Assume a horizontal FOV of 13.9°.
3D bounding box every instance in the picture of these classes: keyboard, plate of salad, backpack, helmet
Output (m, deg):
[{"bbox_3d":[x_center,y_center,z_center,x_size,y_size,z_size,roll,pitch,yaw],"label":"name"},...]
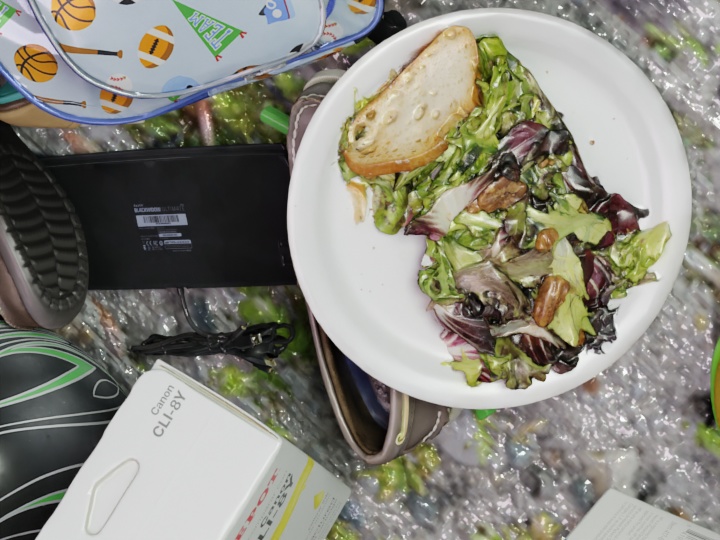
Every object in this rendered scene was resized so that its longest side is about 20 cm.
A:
[{"bbox_3d":[-0.098,-0.006,1.604,0.200,0.021,0.127,-1,106,38],"label":"keyboard"},{"bbox_3d":[0.065,-0.027,1.432,0.200,0.048,0.200,-2,103,-7],"label":"plate of salad"},{"bbox_3d":[-0.099,-0.158,1.404,0.190,0.154,0.200,-20,102,15],"label":"backpack"},{"bbox_3d":[-0.208,0.118,1.628,0.200,0.191,0.200,45,158,24],"label":"helmet"}]

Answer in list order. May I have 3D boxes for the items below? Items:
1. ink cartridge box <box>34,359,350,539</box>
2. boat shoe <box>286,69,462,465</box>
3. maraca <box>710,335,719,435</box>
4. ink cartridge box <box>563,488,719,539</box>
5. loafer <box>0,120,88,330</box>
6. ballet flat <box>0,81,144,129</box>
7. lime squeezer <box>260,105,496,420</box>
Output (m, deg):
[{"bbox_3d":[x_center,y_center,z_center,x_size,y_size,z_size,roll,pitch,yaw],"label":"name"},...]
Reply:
[{"bbox_3d":[-0.090,0.143,1.542,0.083,0.200,0.145,30,85,15],"label":"ink cartridge box"},{"bbox_3d":[0.000,0.000,1.485,0.072,0.060,0.200,2,115,36],"label":"boat shoe"},{"bbox_3d":[0.257,0.068,1.383,0.200,0.107,0.137,7,119,28],"label":"maraca"},{"bbox_3d":[0.178,0.224,1.495,0.200,0.129,0.125,23,124,20],"label":"ink cartridge box"},{"bbox_3d":[-0.217,-0.046,1.615,0.071,0.073,0.200,-37,73,26],"label":"loafer"},{"bbox_3d":[-0.112,-0.110,1.543,0.200,0.069,0.063,-29,111,38],"label":"ballet flat"},{"bbox_3d":[0.027,-0.017,1.532,0.200,0.038,0.071,53,160,-3],"label":"lime squeezer"}]
